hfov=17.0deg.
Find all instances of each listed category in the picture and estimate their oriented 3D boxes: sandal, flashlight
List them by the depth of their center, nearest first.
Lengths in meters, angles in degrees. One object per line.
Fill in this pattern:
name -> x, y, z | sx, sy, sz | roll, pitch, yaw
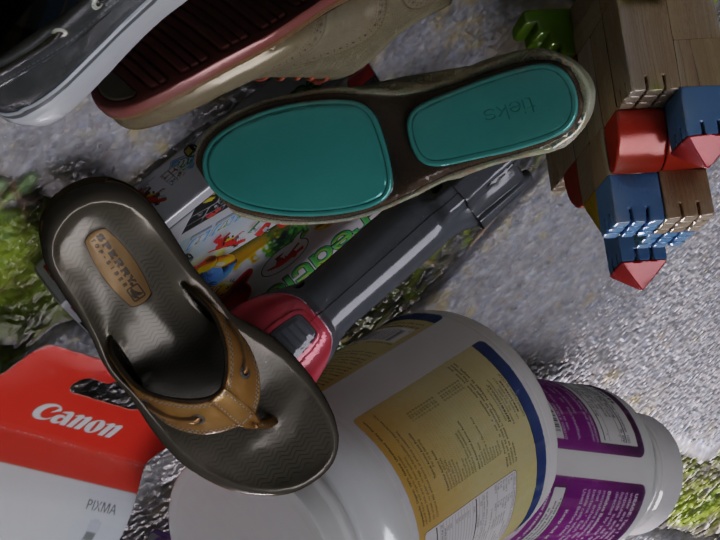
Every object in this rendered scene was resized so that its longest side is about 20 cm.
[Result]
sandal -> -0.084, 0.039, 1.193 | 0.082, 0.055, 0.200 | -35, 111, -2
flashlight -> 0.000, 0.000, 1.270 | 0.200, 0.068, 0.068 | -42, 143, -4

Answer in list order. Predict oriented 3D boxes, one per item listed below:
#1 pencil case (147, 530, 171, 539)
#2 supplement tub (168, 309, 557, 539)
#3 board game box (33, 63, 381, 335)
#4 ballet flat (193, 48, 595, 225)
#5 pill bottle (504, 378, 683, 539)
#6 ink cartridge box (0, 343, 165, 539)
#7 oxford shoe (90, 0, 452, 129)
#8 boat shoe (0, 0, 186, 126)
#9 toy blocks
pencil case -> -0.115, 0.251, 1.412 | 0.085, 0.084, 0.201 | 34, 74, -51
supplement tub -> 0.002, 0.119, 1.355 | 0.200, 0.144, 0.145 | -29, 148, -44
board game box -> -0.061, -0.026, 1.263 | 0.200, 0.035, 0.126 | -39, 147, -1
ballet flat -> 0.019, -0.065, 1.190 | 0.199, 0.068, 0.062 | -10, -174, 5
pill bottle -> 0.118, 0.126, 1.541 | 0.200, 0.112, 0.112 | 10, 123, -48
ink cartridge box -> -0.179, 0.126, 1.286 | 0.200, 0.050, 0.162 | -36, 149, 22
oxford shoe -> -0.033, -0.110, 1.149 | 0.200, 0.070, 0.075 | -29, 133, -14
boat shoe -> -0.107, -0.144, 1.056 | 0.200, 0.069, 0.057 | -47, 145, 16
toy blocks -> 0.142, -0.074, 1.246 | 0.100, 0.137, 0.200 | -4, 163, -12
